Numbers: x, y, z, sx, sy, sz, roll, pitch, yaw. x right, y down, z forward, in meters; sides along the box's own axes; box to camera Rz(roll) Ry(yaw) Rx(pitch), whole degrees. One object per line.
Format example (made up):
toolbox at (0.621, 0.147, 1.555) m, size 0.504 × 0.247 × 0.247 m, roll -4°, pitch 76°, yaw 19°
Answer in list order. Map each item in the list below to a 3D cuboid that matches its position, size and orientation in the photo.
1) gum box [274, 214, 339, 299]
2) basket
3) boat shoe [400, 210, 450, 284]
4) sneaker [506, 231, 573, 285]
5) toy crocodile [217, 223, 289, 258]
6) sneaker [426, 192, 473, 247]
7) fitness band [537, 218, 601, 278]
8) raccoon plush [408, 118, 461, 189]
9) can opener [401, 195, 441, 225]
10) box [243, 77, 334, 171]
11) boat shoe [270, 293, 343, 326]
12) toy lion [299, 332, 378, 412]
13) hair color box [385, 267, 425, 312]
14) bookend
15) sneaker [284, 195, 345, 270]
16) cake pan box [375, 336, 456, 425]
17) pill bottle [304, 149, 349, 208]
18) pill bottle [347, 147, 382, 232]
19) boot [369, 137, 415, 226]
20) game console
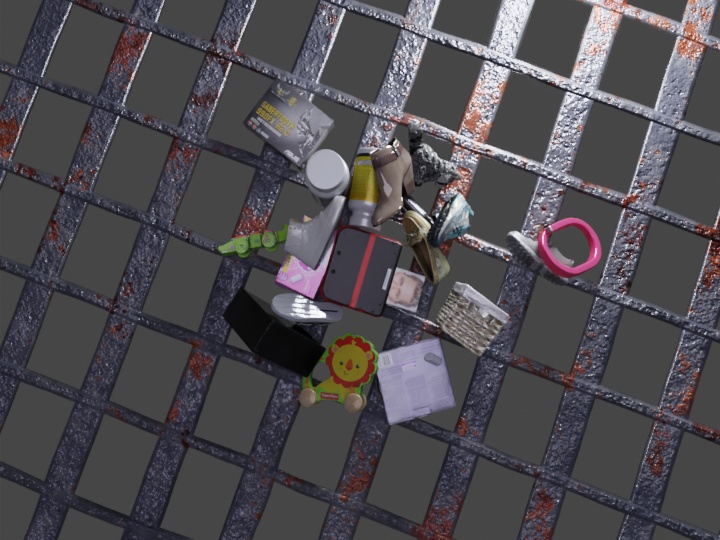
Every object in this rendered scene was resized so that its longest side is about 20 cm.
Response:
gum box at (-0.136, -0.028, 1.373) m, size 0.112 × 0.066 × 0.203 m, roll 24°, pitch 87°, yaw 1°
basket at (0.270, 0.119, 1.296) m, size 0.135 × 0.200 × 0.124 m, roll 35°, pitch 92°, yaw 3°
boat shoe at (0.164, -0.062, 1.359) m, size 0.062 × 0.073 × 0.202 m, roll -32°, pitch 89°, yaw -37°
sneaker at (0.475, -0.045, 1.376) m, size 0.199 × 0.075 × 0.083 m, roll 37°, pitch 72°, yaw -2°
toy crocodile at (-0.280, -0.077, 1.379) m, size 0.196 × 0.068 × 0.063 m, roll -13°, pitch 81°, yaw -2°
sneaker at (0.242, -0.118, 1.335) m, size 0.086 × 0.077 × 0.201 m, roll 42°, pitch 52°, yaw -7°
fitness band at (0.545, -0.060, 1.345) m, size 0.197 × 0.037 × 0.146 m, roll -19°, pitch 76°, yaw -29°
raccoon plush at (0.194, -0.294, 1.339) m, size 0.131 × 0.202 × 0.098 m, roll -8°, pitch 54°, yaw 0°
can opener at (0.164, -0.155, 1.395) m, size 0.200 × 0.053 × 0.067 m, roll 46°, pitch 56°, yaw 4°
box at (-0.193, -0.396, 1.407) m, size 0.199 × 0.048 × 0.159 m, roll 38°, pitch 88°, yaw 3°
boat shoe at (-0.141, 0.114, 1.328) m, size 0.197 × 0.071 × 0.073 m, roll 14°, pitch 52°, yaw -27°
toy lion at (-0.052, 0.260, 1.341) m, size 0.196 × 0.069 × 0.196 m, roll 2°, pitch 80°, yaw 15°
hair color box at (0.064, 0.035, 1.371) m, size 0.196 × 0.061 × 0.102 m, roll 16°, pitch 87°, yaw 1°
bookend at (-0.224, 0.158, 1.338) m, size 0.093 × 0.198 × 0.199 m, roll -55°, pitch 43°, yaw -2°
sneaker at (-0.121, -0.114, 1.288) m, size 0.114 × 0.074 × 0.202 m, roll 29°, pitch 107°, yaw 2°
cake pan box at (0.136, 0.288, 1.359) m, size 0.196 × 0.052 × 0.188 m, roll -16°, pitch 84°, yaw 0°
pill bottle at (-0.082, -0.231, 1.319) m, size 0.111 × 0.200 × 0.117 m, roll 0°, pitch 86°, yaw 0°
pill bottle at (0.027, -0.209, 1.360) m, size 0.110 × 0.112 × 0.205 m, roll 11°, pitch 86°, yaw 1°
boot at (0.061, -0.224, 1.272) m, size 0.200 × 0.069 × 0.148 m, roll -49°, pitch 122°, yaw -34°
game console at (0.000, 0.000, 1.332) m, size 0.173 × 0.031 × 0.204 m, roll 17°, pitch 88°, yaw -5°
